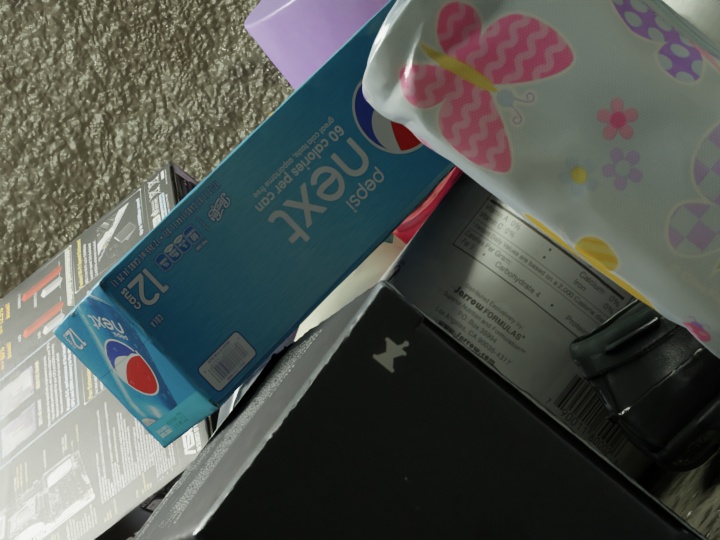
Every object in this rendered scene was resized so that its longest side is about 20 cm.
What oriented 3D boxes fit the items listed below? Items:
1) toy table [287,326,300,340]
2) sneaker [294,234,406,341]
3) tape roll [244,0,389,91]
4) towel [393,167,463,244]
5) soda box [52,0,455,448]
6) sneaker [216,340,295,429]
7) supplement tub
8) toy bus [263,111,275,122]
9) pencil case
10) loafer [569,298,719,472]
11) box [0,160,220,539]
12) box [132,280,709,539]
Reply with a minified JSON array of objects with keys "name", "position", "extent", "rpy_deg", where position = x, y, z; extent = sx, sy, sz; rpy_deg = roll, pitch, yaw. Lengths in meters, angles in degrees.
[{"name":"toy table","position":[-0.049,0.125,1.301],"extent":[0.117,0.182,0.202],"rpy_deg":[58,-145,-69]},{"name":"sneaker","position":[0.000,-0.001,1.219],"extent":[0.200,0.093,0.071],"rpy_deg":[-53,-37,-44]},{"name":"tape roll","position":[0.045,-0.150,1.347],"extent":[0.200,0.085,0.200],"rpy_deg":[-38,11,9]},{"name":"towel","position":[0.103,-0.034,1.203],"extent":[0.145,0.022,0.200],"rpy_deg":[-51,-39,0]},{"name":"soda box","position":[-0.021,-0.027,1.049],"extent":[0.200,0.064,0.068],"rpy_deg":[-45,3,-27]},{"name":"sneaker","position":[-0.013,0.127,1.087],"extent":[0.082,0.070,0.202],"rpy_deg":[171,94,-69]},{"name":"supplement tub","position":[0.095,-0.005,1.091],"extent":[0.200,0.132,0.132],"rpy_deg":[-52,4,-5]},{"name":"toy bus","position":[0.021,0.001,1.382],"extent":[0.065,0.199,0.078],"rpy_deg":[-54,4,9]},{"name":"pencil case","position":[0.096,-0.039,0.876],"extent":[0.091,0.200,0.083],"rpy_deg":[-53,-3,-4]},{"name":"loafer","position":[0.149,-0.016,0.954],"extent":[0.201,0.070,0.068],"rpy_deg":[-50,-5,26]},{"name":"box","position":[-0.116,0.068,1.222],"extent":[0.157,0.050,0.201],"rpy_deg":[-38,35,19]},{"name":"box","position":[0.012,0.100,0.948],"extent":[0.105,0.148,0.200],"rpy_deg":[-52,3,-15]}]
